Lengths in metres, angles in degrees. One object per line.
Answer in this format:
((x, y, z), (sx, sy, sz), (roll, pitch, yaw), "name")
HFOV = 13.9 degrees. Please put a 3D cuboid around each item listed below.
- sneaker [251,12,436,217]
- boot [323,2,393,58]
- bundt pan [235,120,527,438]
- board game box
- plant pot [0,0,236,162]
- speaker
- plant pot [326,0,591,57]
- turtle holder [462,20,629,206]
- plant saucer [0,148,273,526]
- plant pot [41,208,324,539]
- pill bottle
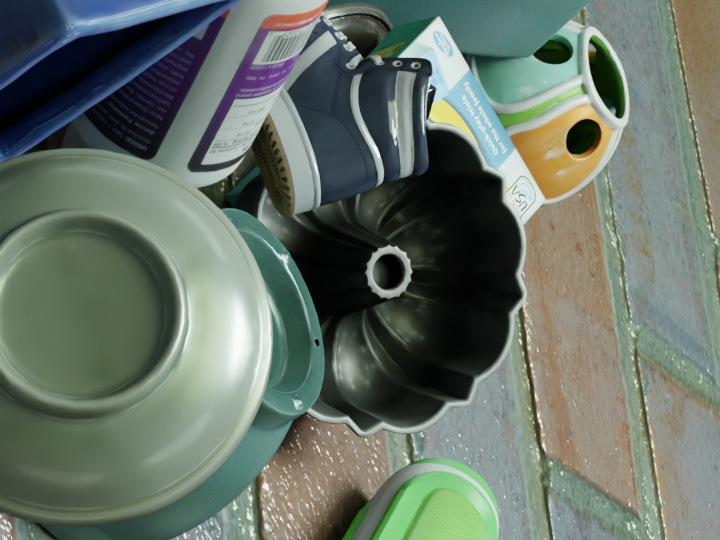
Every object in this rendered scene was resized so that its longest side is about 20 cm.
((-0.022, -0.128, 1.740), (0.070, 0.108, 0.200), (100, -25, -61), "sneaker")
((0.015, -0.080, 1.994), (0.200, 0.069, 0.175), (19, 55, -56), "boot")
((0.000, 0.000, 1.813), (0.201, 0.076, 0.202), (-1, 92, -29), "bundt pan")
((0.021, -0.047, 1.923), (0.200, 0.047, 0.151), (-47, 114, -37), "board game box")
((-0.207, -0.159, 1.485), (0.180, 0.200, 0.200), (61, 27, 3), "plant pot")
((0.025, 0.192, 1.785), (0.089, 0.088, 0.200), (60, 27, -15), "speaker")
((0.063, -0.242, 2.056), (0.200, 0.141, 0.142), (23, 47, -27), "plant pot")
((0.129, -0.127, 2.174), (0.141, 0.132, 0.186), (59, 28, -16), "turtle holder")
((-0.142, 0.027, 1.484), (0.050, 0.200, 0.201), (109, -32, -71), "plant saucer")
((-0.104, 0.044, 1.600), (0.200, 0.134, 0.201), (42, 37, -42), "plant pot")
((-0.098, -0.117, 1.646), (0.111, 0.200, 0.112), (19, 38, -16), "pill bottle")
